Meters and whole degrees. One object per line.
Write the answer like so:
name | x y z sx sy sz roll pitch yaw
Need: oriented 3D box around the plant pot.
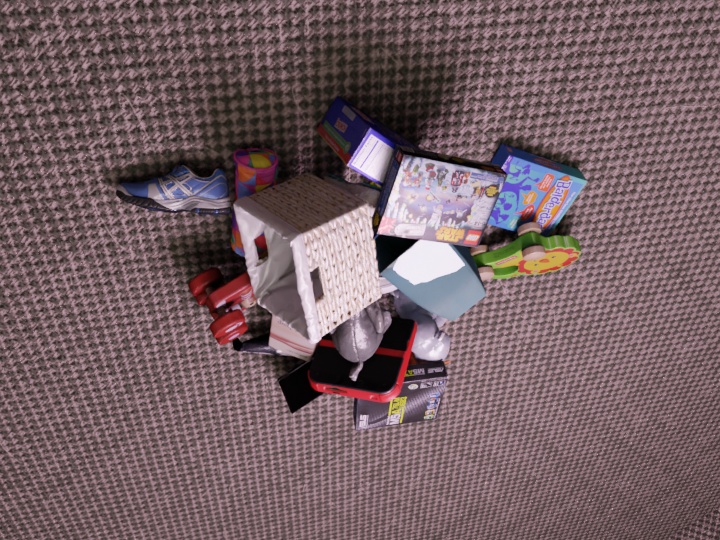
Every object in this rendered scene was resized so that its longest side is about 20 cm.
plant pot | 0.145 -0.011 1.370 0.141 0.143 0.200 -39 115 19

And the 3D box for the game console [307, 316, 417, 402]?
game console | 0.002 0.166 1.407 0.195 0.180 0.031 5 144 22

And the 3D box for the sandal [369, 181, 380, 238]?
sandal | 0.003 -0.084 1.337 0.078 0.088 0.200 22 123 -33

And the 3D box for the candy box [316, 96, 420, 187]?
candy box | 0.042 -0.192 1.193 0.197 0.170 0.078 27 107 -32

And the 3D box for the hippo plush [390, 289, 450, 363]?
hippo plush | 0.144 0.098 1.481 0.157 0.163 0.201 -28 132 10

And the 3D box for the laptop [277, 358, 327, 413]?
laptop | -0.069 0.236 1.509 0.185 0.117 0.201 -31 151 -6

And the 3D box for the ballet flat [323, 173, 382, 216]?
ballet flat | -0.006 -0.119 1.228 0.070 0.199 0.074 -9 109 -29

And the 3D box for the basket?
basket | -0.088 -0.029 1.178 0.159 0.198 0.203 -28 126 -29

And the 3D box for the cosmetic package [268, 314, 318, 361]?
cosmetic package | -0.117 0.074 1.397 0.101 0.088 0.203 18 137 5

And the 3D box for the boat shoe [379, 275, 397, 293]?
boat shoe | 0.000 0.000 1.422 0.194 0.072 0.071 -2 132 -4

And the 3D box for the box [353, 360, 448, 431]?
box | 0.080 0.269 1.514 0.188 0.048 0.202 -7 143 -9

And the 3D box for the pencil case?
pencil case | -0.190 -0.118 1.253 0.086 0.089 0.203 0 130 -16

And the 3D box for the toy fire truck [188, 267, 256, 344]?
toy fire truck | -0.224 0.045 1.348 0.165 0.114 0.200 -29 171 -12

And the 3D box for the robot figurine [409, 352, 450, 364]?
robot figurine | 0.111 0.240 1.625 0.196 0.117 0.146 -26 110 8

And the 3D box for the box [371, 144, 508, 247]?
box | 0.127 -0.115 1.144 0.195 0.040 0.140 6 121 -25

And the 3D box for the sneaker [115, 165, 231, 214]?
sneaker | -0.319 -0.139 1.219 0.194 0.076 0.079 3 92 -6

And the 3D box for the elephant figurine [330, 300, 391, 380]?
elephant figurine | -0.014 0.069 1.325 0.140 0.155 0.202 -36 152 -19

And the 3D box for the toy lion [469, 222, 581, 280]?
toy lion | 0.349 -0.026 1.475 0.197 0.070 0.189 -24 153 36

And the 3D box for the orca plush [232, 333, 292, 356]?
orca plush | -0.175 0.143 1.514 0.195 0.073 0.105 7 173 -15

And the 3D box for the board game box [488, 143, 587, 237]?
board game box | 0.325 -0.150 1.397 0.195 0.046 0.154 11 126 -25
